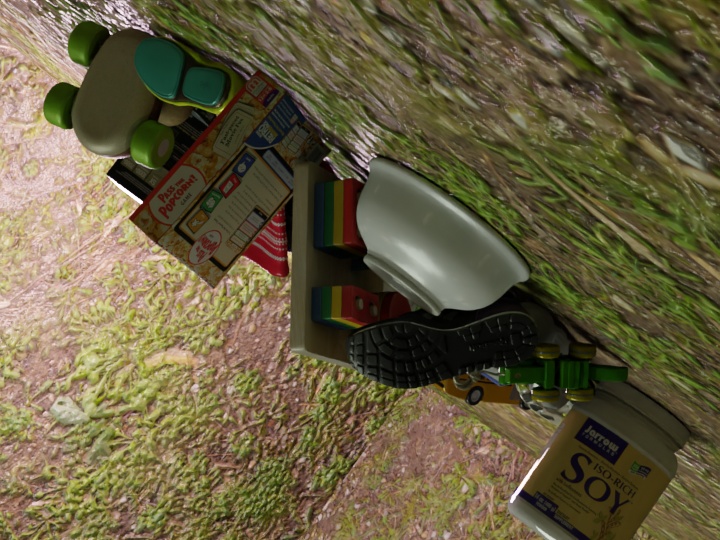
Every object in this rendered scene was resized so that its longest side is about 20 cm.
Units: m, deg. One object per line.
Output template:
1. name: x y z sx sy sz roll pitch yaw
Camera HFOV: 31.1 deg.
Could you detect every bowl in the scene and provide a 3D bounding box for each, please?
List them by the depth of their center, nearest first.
1. bowl: 0.066 -0.019 1.306 0.200 0.091 0.201 37 175 3

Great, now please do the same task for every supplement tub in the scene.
1. supplement tub: 0.283 0.241 1.531 0.145 0.201 0.145 35 175 4

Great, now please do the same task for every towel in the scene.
1. towel: -0.132 -0.101 1.569 0.144 0.022 0.202 30 129 53

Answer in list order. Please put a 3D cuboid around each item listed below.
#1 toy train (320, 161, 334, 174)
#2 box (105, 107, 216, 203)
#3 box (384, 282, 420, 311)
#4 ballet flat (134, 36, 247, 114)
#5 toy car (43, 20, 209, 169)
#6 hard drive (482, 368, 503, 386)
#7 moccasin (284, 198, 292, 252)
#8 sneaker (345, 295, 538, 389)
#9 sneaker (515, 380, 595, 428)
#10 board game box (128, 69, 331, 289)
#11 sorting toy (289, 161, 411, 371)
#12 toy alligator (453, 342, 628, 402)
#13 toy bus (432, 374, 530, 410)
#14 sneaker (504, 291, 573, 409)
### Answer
1. toy train: -0.054 -0.117 1.536 0.046 0.034 0.200 31 174 18
2. box: -0.219 -0.131 1.789 0.199 0.164 0.086 35 174 6
3. box: 0.035 0.006 1.645 0.199 0.102 0.113 37 175 3
4. ballet flat: -0.179 -0.209 1.437 0.067 0.067 0.199 12 -169 -43
5. toy car: -0.264 -0.205 1.620 0.163 0.159 0.200 24 -178 19
6. hard drive: 0.148 0.091 1.768 0.199 0.026 0.131 33 -159 30
7. moccasin: -0.101 -0.113 1.614 0.200 0.080 0.069 55 160 36
8. sneaker: 0.081 0.069 1.360 0.198 0.076 0.088 -5 -157 -6
9. sneaker: 0.253 0.151 1.636 0.201 0.074 0.085 55 -159 -21
10. board game box: -0.130 -0.090 1.347 0.046 0.200 0.152 39 176 25
11. sorting toy: 0.000 0.000 1.415 0.069 0.202 0.198 -5 167 24
12. toy alligator: 0.189 0.108 1.397 0.198 0.060 0.054 0 -174 -11
13. toy bus: 0.178 0.146 1.830 0.199 0.079 0.065 9 -167 -38
14. sneaker: 0.185 0.081 1.497 0.114 0.076 0.200 33 168 40
